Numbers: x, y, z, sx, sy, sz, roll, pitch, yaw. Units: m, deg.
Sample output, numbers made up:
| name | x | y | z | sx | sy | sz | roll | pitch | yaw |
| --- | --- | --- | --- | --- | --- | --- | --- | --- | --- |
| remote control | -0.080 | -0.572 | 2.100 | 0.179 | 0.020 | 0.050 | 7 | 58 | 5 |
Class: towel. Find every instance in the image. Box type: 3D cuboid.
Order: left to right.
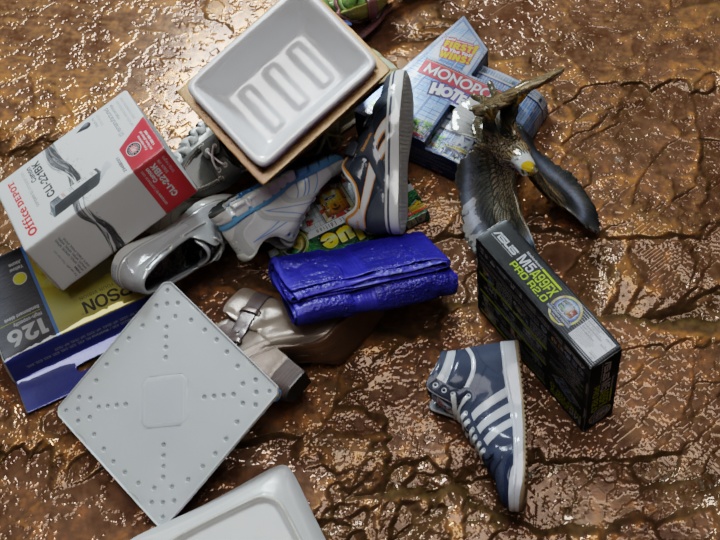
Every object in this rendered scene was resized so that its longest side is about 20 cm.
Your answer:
| name | x | y | z | sx | sy | sz | roll | pitch | yaw |
| --- | --- | --- | --- | --- | --- | --- | --- | --- | --- |
| towel | 0.000 | 0.000 | 1.552 | 0.199 | 0.050 | 0.148 | -11 | 26 | -13 |

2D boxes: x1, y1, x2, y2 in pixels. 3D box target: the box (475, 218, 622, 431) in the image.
| name | x | y | z | sx | sy | sz | roll | pitch | yaw |
| --- | --- | --- | --- | --- | --- | --- | --- | --- | --- |
| box | 0.202 | 0.061 | 1.481 | 0.044 | 0.160 | 0.200 | -32 | 61 | -12 |

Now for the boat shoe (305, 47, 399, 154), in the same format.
| name | x | y | z | sx | sy | sz | roll | pitch | yaw |
| --- | --- | --- | --- | --- | --- | --- | --- | --- | --- |
| boat shoe | -0.028 | -0.207 | 1.713 | 0.063 | 0.073 | 0.200 | 36 | 67 | 26 |

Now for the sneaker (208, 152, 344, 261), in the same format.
| name | x | y | z | sx | sy | sz | roll | pitch | yaw |
| --- | --- | --- | --- | --- | --- | --- | --- | --- | --- |
| sneaker | -0.090 | -0.075 | 1.626 | 0.200 | 0.087 | 0.075 | -34 | 16 | -32 |

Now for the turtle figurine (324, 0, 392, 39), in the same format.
| name | x | y | z | sx | sy | sz | roll | pitch | yaw |
| --- | --- | --- | --- | --- | --- | --- | --- | --- | --- |
| turtle figurine | 0.012 | -0.414 | 1.795 | 0.193 | 0.144 | 0.201 | -13 | 62 | -7 |

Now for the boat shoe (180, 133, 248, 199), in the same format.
| name | x | y | z | sx | sy | sz | roll | pitch | yaw |
| --- | --- | --- | --- | --- | --- | --- | --- | --- | --- |
| boat shoe | -0.139 | -0.156 | 1.629 | 0.199 | 0.057 | 0.067 | -32 | 80 | -8 |

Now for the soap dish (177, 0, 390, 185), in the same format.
| name | x | y | z | sx | sy | sz | roll | pitch | yaw |
| --- | --- | --- | --- | --- | --- | --- | --- | --- | --- |
| soap dish | -0.088 | -0.214 | 1.575 | 0.200 | 0.081 | 0.157 | -42 | 77 | -5 |

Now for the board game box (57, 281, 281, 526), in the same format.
| name | x | y | z | sx | sy | sz | roll | pitch | yaw |
| --- | --- | --- | --- | --- | --- | --- | --- | --- | --- |
| board game box | -0.213 | 0.148 | 1.509 | 0.200 | 0.026 | 0.200 | 41 | 91 | 25 |

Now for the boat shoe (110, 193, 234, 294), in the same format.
| name | x | y | z | sx | sy | sz | roll | pitch | yaw |
| --- | --- | --- | --- | --- | --- | --- | --- | --- | --- |
| boat shoe | -0.198 | -0.029 | 1.595 | 0.068 | 0.072 | 0.199 | 25 | 37 | 38 |

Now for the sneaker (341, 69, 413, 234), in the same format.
| name | x | y | z | sx | sy | sz | roll | pitch | yaw |
| --- | --- | --- | --- | --- | --- | --- | --- | --- | --- |
| sneaker | 0.019 | -0.144 | 1.620 | 0.079 | 0.078 | 0.201 | 2 | 78 | 16 |

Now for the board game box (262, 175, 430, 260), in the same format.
| name | x | y | z | sx | sy | sz | roll | pitch | yaw |
| --- | --- | --- | --- | --- | --- | --- | --- | --- | --- |
| board game box | -0.026 | -0.064 | 1.658 | 0.199 | 0.024 | 0.105 | -26 | 62 | -10 |

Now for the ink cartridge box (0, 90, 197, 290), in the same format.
| name | x | y | z | sx | sy | sz | roll | pitch | yaw |
| --- | --- | --- | --- | --- | --- | --- | --- | --- | --- |
| ink cartridge box | -0.313 | -0.094 | 1.586 | 0.200 | 0.084 | 0.144 | -37 | 45 | -1 |

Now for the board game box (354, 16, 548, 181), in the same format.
| name | x | y | z | sx | sy | sz | roll | pitch | yaw |
| --- | --- | --- | --- | --- | --- | --- | --- | --- | --- |
| board game box | 0.128 | -0.218 | 1.713 | 0.199 | 0.062 | 0.200 | 25 | 65 | 19 |

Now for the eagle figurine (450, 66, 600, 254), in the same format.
| name | x | y | z | sx | sy | sz | roll | pitch | yaw |
| --- | --- | --- | --- | --- | --- | --- | --- | --- | --- |
| eagle figurine | 0.186 | -0.118 | 1.599 | 0.151 | 0.201 | 0.151 | -8 | 25 | 24 |

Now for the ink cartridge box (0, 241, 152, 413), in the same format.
| name | x | y | z | sx | sy | sz | roll | pitch | yaw |
| --- | --- | --- | --- | --- | --- | --- | --- | --- | --- |
| ink cartridge box | -0.344 | 0.041 | 1.612 | 0.197 | 0.047 | 0.200 | -25 | 58 | -11 |

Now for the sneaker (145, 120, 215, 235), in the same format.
| name | x | y | z | sx | sy | sz | roll | pitch | yaw |
| --- | --- | --- | --- | --- | --- | --- | --- | --- | --- |
| sneaker | -0.208 | -0.115 | 1.685 | 0.081 | 0.075 | 0.200 | 36 | 64 | 1 |

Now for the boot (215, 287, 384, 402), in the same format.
| name | x | y | z | sx | sy | sz | roll | pitch | yaw |
| --- | --- | --- | --- | --- | --- | --- | --- | --- | --- |
| boot | -0.085 | 0.062 | 1.565 | 0.146 | 0.070 | 0.200 | 32 | 59 | 31 |

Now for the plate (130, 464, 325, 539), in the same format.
| name | x | y | z | sx | sy | sz | roll | pitch | yaw |
| --- | --- | --- | --- | --- | --- | --- | --- | --- | --- |
| plate | -0.122 | 0.325 | 1.414 | 0.199 | 0.032 | 0.200 | -25 | 66 | -12 |

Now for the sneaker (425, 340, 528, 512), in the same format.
| name | x | y | z | sx | sy | sz | roll | pitch | yaw |
| --- | --- | --- | --- | --- | --- | --- | --- | --- | --- |
| sneaker | 0.127 | 0.170 | 1.475 | 0.108 | 0.070 | 0.201 | -2 | 57 | 4 |
